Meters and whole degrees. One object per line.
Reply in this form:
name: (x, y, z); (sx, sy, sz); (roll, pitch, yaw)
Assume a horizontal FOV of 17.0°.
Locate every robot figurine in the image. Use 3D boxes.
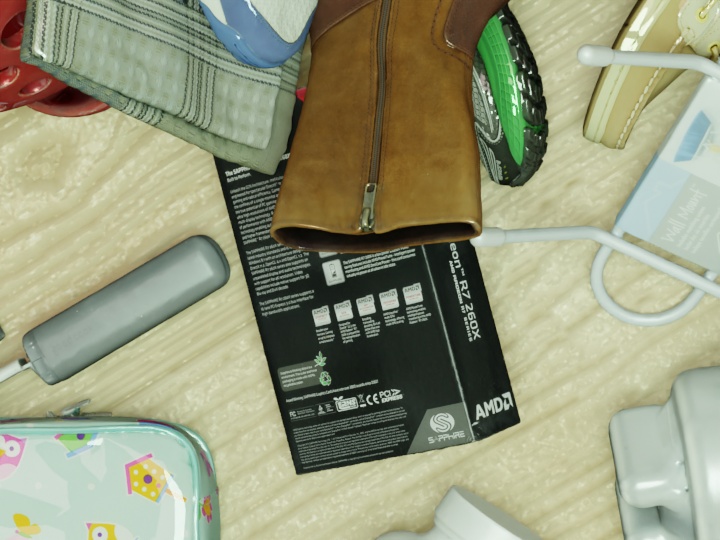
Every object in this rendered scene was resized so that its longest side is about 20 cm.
robot figurine: (0.232, 0.099, 1.255); (0.199, 0.113, 0.170); (-7, 131, 3)

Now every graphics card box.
graphics card box: (0.000, 0.000, 1.270); (0.125, 0.051, 0.201); (-15, 89, 37)

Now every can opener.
can opener: (-0.170, 0.026, 1.307); (0.200, 0.053, 0.067); (-31, 90, 3)

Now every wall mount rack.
wall mount rack: (0.159, -0.045, 1.233); (0.173, 0.075, 0.200); (23, 119, -12)

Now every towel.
towel: (-0.080, -0.163, 1.181); (0.034, 0.200, 0.193); (1, 77, 35)

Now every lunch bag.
lunch bag: (-0.157, 0.170, 1.299); (0.160, 0.077, 0.201); (-1, 91, 5)

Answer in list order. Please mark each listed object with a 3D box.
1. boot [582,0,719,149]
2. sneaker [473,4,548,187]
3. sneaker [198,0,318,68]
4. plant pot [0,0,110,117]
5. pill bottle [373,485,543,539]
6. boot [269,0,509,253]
boot: (0.224, -0.121, 1.274); (0.155, 0.073, 0.200); (33, 90, 1)
sneaker: (0.037, -0.131, 1.288); (0.085, 0.078, 0.200); (-30, 81, 10)
sneaker: (-0.024, -0.197, 1.161); (0.088, 0.075, 0.201); (5, 87, 37)
plant pot: (-0.194, -0.174, 1.217); (0.200, 0.182, 0.201); (1, 91, 40)
pill bottle: (0.023, 0.215, 1.272); (0.111, 0.111, 0.200); (32, 93, 2)
boot: (0.052, -0.107, 1.159); (0.188, 0.069, 0.200); (-5, 54, 15)
